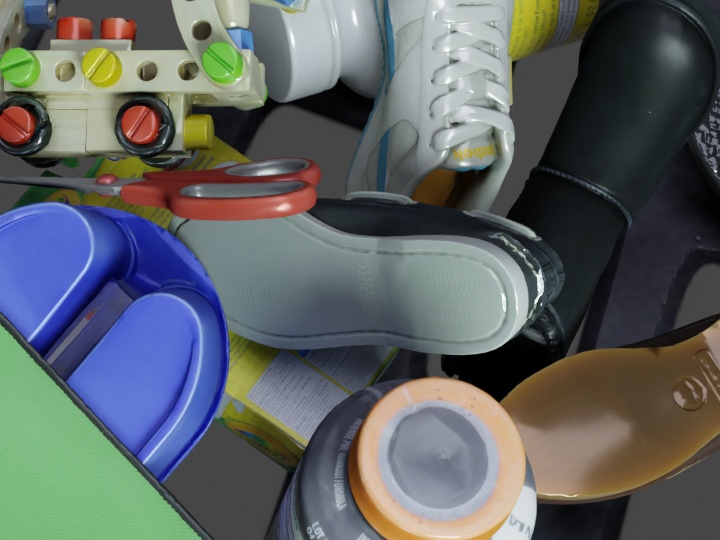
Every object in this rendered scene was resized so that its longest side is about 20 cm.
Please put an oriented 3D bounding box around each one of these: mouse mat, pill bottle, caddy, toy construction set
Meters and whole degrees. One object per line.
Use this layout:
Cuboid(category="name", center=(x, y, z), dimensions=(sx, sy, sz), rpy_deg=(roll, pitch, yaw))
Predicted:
Cuboid(category="mouse mat", center=(-0.156, 0.135, 0.882), dimensions=(0.161, 0.008, 0.200), rpy_deg=(-43, 85, -4))
Cuboid(category="pill bottle", center=(0.017, 0.114, 0.910), dimensions=(0.106, 0.200, 0.106), rpy_deg=(4, 66, -9))
Cuboid(category="caddy", center=(-0.152, 0.059, 0.947), dimensions=(0.141, 0.105, 0.200), rpy_deg=(40, 85, 5))
Cuboid(category="toy construction set", center=(-0.123, -0.117, 1.008), dimensions=(0.200, 0.092, 0.131), rpy_deg=(-1, 83, 24))
Cuboid(category="pill bottle", center=(0.036, -0.156, 1.097), dimensions=(0.200, 0.111, 0.111), rpy_deg=(-20, 70, -20))

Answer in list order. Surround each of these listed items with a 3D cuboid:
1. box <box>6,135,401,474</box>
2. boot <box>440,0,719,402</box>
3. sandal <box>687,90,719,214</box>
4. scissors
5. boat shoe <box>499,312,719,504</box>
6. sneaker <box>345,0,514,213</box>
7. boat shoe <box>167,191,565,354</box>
Cuboid(category="box", center=(-0.076, 0.003, 1.033), dimensions=(0.200, 0.048, 0.117), rpy_deg=(36, 63, 4))
Cuboid(category="boot", center=(0.106, -0.029, 1.010), dimensions=(0.073, 0.198, 0.163), rpy_deg=(28, 56, 5))
Cuboid(category="sandal", center=(0.232, -0.034, 1.127), dimensions=(0.075, 0.045, 0.200), rpy_deg=(-27, 88, -17))
Cuboid(category="scissors", center=(-0.112, -0.039, 0.960), dimensions=(0.200, 0.014, 0.073), rpy_deg=(1, 21, 15))
Cuboid(category="boat shoe", center=(0.145, 0.067, 0.984), dimensions=(0.200, 0.070, 0.070), rpy_deg=(-17, 74, -18))
Cuboid(category="sneaker", center=(0.048, -0.094, 1.018), dimensions=(0.076, 0.200, 0.081), rpy_deg=(-7, 31, -25))
Cuboid(category="boat shoe", center=(0.000, 0.000, 0.963), dimensions=(0.200, 0.076, 0.060), rpy_deg=(14, 21, 30))
